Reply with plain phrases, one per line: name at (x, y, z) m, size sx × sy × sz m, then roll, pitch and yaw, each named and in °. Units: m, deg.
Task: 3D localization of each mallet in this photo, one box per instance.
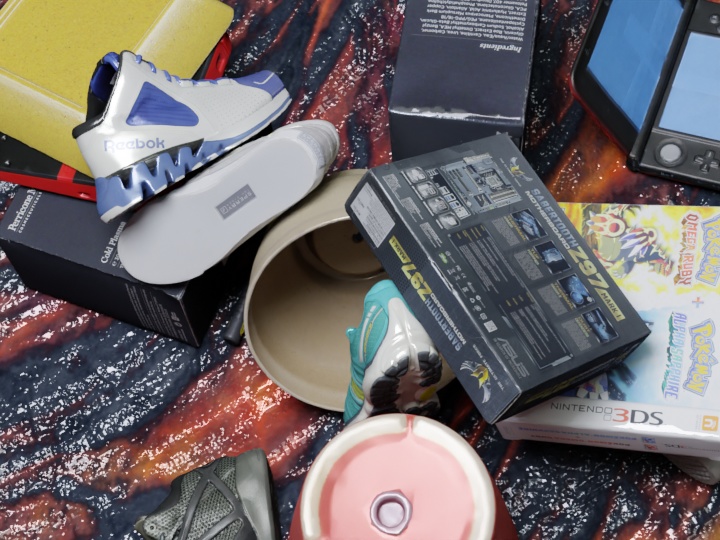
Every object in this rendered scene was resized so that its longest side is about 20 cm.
mallet at (-0.083, -0.033, 1.198) m, size 0.041 × 0.066 × 0.202 m, roll 16°, pitch 67°, yaw 10°

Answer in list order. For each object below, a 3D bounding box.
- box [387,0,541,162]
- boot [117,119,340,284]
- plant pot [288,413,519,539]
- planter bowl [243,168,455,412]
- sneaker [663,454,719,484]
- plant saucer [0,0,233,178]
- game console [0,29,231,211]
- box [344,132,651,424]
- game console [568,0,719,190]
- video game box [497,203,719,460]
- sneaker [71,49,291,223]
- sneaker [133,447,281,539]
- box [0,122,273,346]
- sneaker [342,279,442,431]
box at (0.095, -0.166, 1.178) m, size 0.116 × 0.197 × 0.203 m, roll 6°, pitch 64°, yaw 7°
boot at (-0.102, -0.057, 1.096) m, size 0.198 × 0.096 × 0.074 m, roll -26°, pitch 98°, yaw 21°
plant pot at (0.030, 0.206, 1.014) m, size 0.197 × 0.178 × 0.203 m, roll -2°, pitch 64°, yaw 4°
planter bowl at (0.000, 0.000, 1.123) m, size 0.197 × 0.202 × 0.136 m, roll -7°, pitch 36°, yaw 0°
sneaker at (0.254, 0.076, 1.118) m, size 0.104 × 0.076 × 0.200 m, roll -38°, pitch 64°, yaw -9°
plant saucer at (-0.242, -0.199, 1.159) m, size 0.198 × 0.049 × 0.201 m, roll 25°, pitch 70°, yaw 20°
game console at (-0.218, -0.153, 1.174) m, size 0.174 × 0.031 × 0.202 m, roll 10°, pitch 64°, yaw 14°
box at (0.102, -0.001, 0.990) m, size 0.157 × 0.051 × 0.201 m, roll -19°, pitch 67°, yaw -40°
game console at (0.301, -0.196, 1.221) m, size 0.170 × 0.119 × 0.202 m, roll 15°, pitch 66°, yaw 21°
video game box at (0.212, 0.043, 1.071) m, size 0.180 × 0.047 × 0.202 m, roll 3°, pitch 64°, yaw 20°
sneaker at (-0.155, -0.135, 1.083) m, size 0.199 × 0.080 × 0.116 m, roll -36°, pitch 100°, yaw -33°
sneaker at (-0.116, 0.244, 1.060) m, size 0.113 × 0.077 × 0.202 m, roll -12°, pitch 57°, yaw 1°
box at (-0.193, -0.065, 1.199) m, size 0.180 × 0.104 × 0.202 m, roll 18°, pitch 66°, yaw 12°
sneaker at (0.022, 0.075, 1.041) m, size 0.076 × 0.201 × 0.081 m, roll -12°, pitch 64°, yaw -15°
